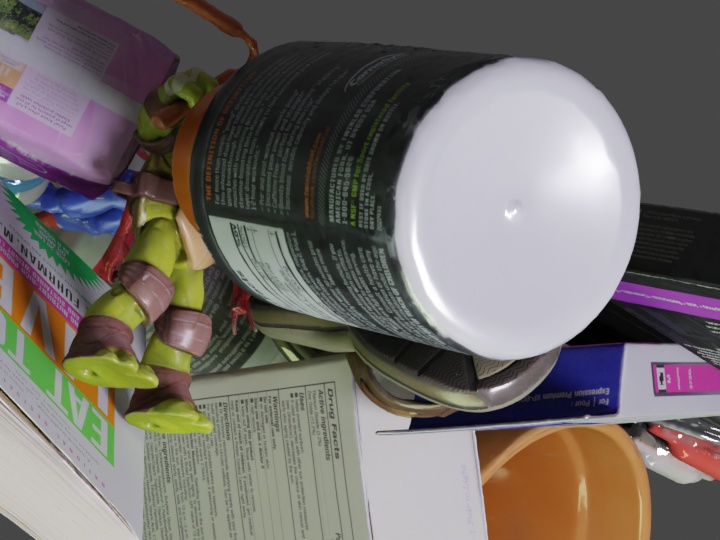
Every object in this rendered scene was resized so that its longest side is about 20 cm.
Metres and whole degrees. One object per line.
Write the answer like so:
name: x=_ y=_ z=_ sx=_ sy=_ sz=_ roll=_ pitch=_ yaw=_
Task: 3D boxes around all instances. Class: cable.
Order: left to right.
cable: x=0.124 y=0.074 z=1.341 sx=0.200 sy=0.050 sz=0.097 roll=15 pitch=179 yaw=-37

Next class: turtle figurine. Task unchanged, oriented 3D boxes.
turtle figurine: x=-0.078 y=-0.023 z=1.127 sx=0.064 sy=0.162 sz=0.200 roll=10 pitch=157 yaw=17

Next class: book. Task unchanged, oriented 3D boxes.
book: x=-0.147 y=0.034 z=1.141 sx=0.134 sy=0.048 sz=0.200 roll=45 pitch=-166 yaw=-21

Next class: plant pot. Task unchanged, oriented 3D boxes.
plant pot: x=0.028 y=0.141 z=1.315 sx=0.140 sy=0.200 sz=0.200 roll=23 pitch=171 yaw=36

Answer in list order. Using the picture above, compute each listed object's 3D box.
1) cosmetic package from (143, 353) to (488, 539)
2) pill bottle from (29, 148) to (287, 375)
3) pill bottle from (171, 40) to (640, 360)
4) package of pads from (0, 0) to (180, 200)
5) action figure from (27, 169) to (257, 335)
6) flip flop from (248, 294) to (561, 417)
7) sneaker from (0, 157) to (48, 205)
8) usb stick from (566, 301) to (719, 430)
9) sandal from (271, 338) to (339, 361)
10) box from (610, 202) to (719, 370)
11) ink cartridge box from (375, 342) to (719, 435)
cosmetic package: x=-0.041 y=0.094 z=1.203 sx=0.073 sy=0.104 sz=0.200 roll=-4 pitch=177 yaw=-45
pill bottle: x=-0.105 y=0.007 z=1.508 sx=0.200 sy=0.111 sz=0.111 roll=33 pitch=169 yaw=-36
pill bottle: x=0.005 y=-0.032 z=0.990 sx=0.106 sy=0.106 sz=0.200 roll=32 pitch=170 yaw=-31
package of pads: x=-0.184 y=-0.107 z=1.202 sx=0.200 sy=0.076 sz=0.121 roll=27 pitch=174 yaw=-6
action figure: x=-0.119 y=-0.012 z=1.345 sx=0.200 sy=0.099 sz=0.065 roll=-16 pitch=153 yaw=34
flip flop: x=0.020 y=0.027 z=1.068 sx=0.200 sy=0.081 sz=0.058 roll=10 pitch=129 yaw=60
sneaker: x=-0.217 y=-0.119 z=1.303 sx=0.200 sy=0.075 sz=0.087 roll=35 pitch=137 yaw=-13
usb stick: x=0.179 y=0.062 z=1.272 sx=0.200 sy=0.033 sz=0.055 roll=29 pitch=177 yaw=-15
sandal: x=0.045 y=0.037 z=1.435 sx=0.200 sy=0.080 sz=0.057 roll=16 pitch=129 yaw=-10
box: x=0.189 y=0.034 z=1.070 sx=0.200 sy=0.036 sz=0.143 roll=32 pitch=170 yaw=-27
ink cartridge box: x=0.090 y=0.051 z=1.136 sx=0.094 sy=0.037 sz=0.200 roll=-6 pitch=178 yaw=26
